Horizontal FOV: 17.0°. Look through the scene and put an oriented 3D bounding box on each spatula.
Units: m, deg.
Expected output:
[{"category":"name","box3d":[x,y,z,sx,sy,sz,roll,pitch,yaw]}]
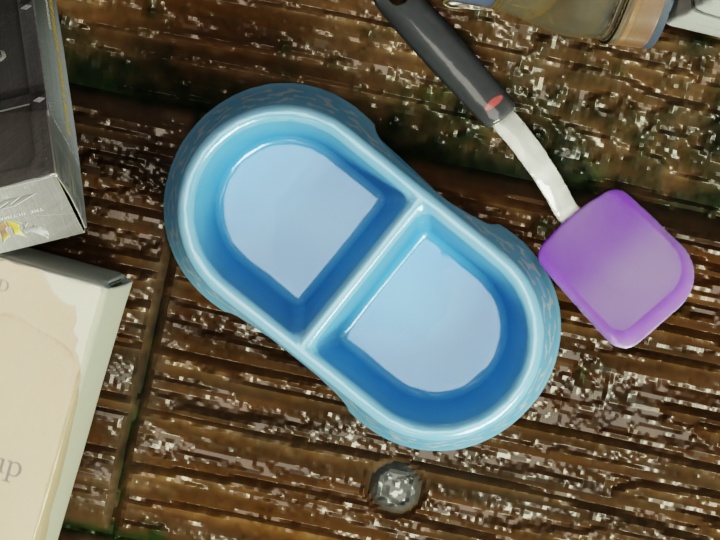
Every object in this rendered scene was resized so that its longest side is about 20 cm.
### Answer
[{"category":"spatula","box3d":[0.073,-0.056,1.086,0.057,0.021,0.200,-39,89,-13]}]

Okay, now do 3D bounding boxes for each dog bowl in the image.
[{"category":"dog bowl","box3d":[0.000,0.000,1.079,0.200,0.050,0.111,39,93,-1]}]

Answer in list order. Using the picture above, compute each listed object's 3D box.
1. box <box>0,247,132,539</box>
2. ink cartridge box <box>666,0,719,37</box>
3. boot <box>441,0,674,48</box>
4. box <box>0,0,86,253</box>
[{"category":"box","box3d":[-0.175,0.087,1.072,0.095,0.078,0.200,15,93,1]},{"category":"ink cartridge box","box3d":[0.189,-0.166,0.991,0.084,0.200,0.144,13,93,0]},{"category":"boot","box3d":[0.095,-0.181,1.013,0.097,0.075,0.200,4,127,-8]},{"category":"box","box3d":[-0.227,-0.069,1.040,0.200,0.048,0.158,-14,59,2]}]
